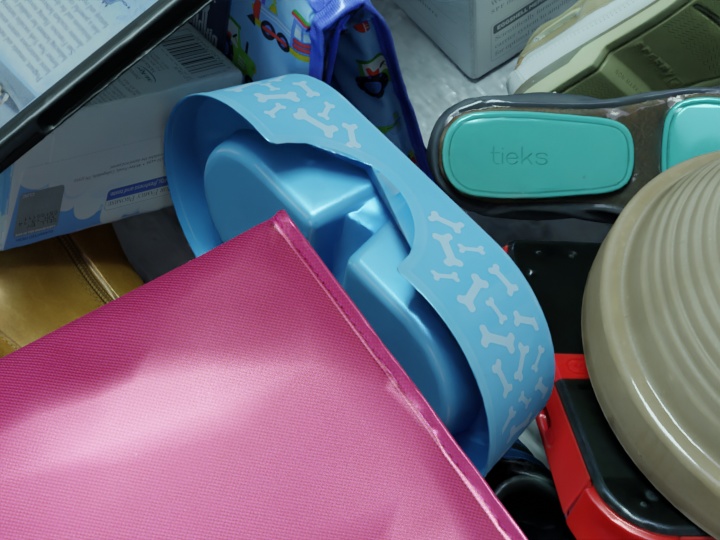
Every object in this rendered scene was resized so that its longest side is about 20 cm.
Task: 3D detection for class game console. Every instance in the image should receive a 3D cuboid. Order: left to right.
[{"bbox_3d":[0.165,0.055,0.820,0.198,0.031,0.178,2,40,-16],"label":"game console"}]

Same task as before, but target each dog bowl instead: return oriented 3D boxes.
[{"bbox_3d":[0.000,0.000,0.786,0.049,0.112,0.200,-29,61,-29],"label":"dog bowl"}]

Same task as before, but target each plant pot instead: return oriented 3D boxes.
[{"bbox_3d":[0.192,0.014,0.759,0.199,0.093,0.202,8,52,-10],"label":"plant pot"}]

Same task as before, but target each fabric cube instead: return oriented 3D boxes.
[{"bbox_3d":[-0.059,0.141,0.719,0.198,0.201,0.197,-29,58,-17],"label":"fabric cube"}]

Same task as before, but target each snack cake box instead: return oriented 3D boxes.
[{"bbox_3d":[-0.157,-0.103,0.867,0.114,0.068,0.200,-17,48,-37],"label":"snack cake box"}]

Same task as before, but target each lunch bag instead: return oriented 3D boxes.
[{"bbox_3d":[-0.042,-0.109,0.879,0.094,0.201,0.151,-33,60,-18],"label":"lunch bag"}]

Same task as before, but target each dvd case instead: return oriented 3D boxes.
[{"bbox_3d":[-0.126,-0.127,0.787,0.200,0.018,0.143,-39,58,-6],"label":"dvd case"}]

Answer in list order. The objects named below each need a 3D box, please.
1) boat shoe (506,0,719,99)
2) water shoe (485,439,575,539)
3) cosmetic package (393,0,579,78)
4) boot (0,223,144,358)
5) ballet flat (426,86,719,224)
[{"bbox_3d":[0.152,-0.122,0.911,0.199,0.075,0.069,-25,42,25],"label":"boat shoe"},{"bbox_3d":[0.056,0.093,0.813,0.071,0.079,0.200,-40,63,-21],"label":"water shoe"},{"bbox_3d":[0.037,-0.242,0.963,0.122,0.201,0.200,-32,60,-17],"label":"cosmetic package"},{"bbox_3d":[-0.130,-0.007,0.900,0.144,0.071,0.201,42,29,-4],"label":"boot"},{"bbox_3d":[0.129,-0.049,0.891,0.198,0.073,0.074,4,57,0],"label":"ballet flat"}]
